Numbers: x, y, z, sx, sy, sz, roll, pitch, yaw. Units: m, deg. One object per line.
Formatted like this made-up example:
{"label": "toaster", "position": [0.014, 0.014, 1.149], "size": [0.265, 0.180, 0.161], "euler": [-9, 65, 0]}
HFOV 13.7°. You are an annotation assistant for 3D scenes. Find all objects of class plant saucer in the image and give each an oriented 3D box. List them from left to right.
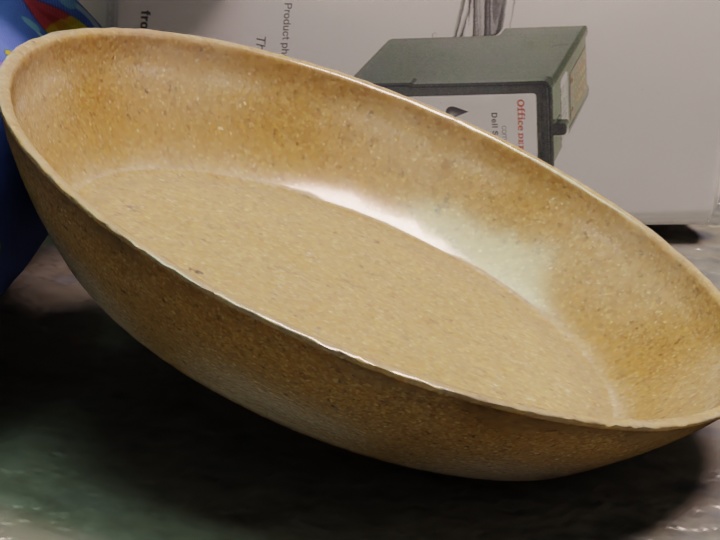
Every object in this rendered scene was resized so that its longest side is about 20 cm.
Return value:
{"label": "plant saucer", "position": [0.000, 0.000, 0.737], "size": [0.200, 0.036, 0.200], "euler": [20, 19, -7]}

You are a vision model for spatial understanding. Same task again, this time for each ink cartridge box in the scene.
{"label": "ink cartridge box", "position": [-0.001, -0.071, 0.942], "size": [0.199, 0.084, 0.146], "euler": [-1, 19, -19]}

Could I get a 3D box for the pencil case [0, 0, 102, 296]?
{"label": "pencil case", "position": [-0.119, -0.022, 0.760], "size": [0.087, 0.078, 0.200], "euler": [-19, 14, 12]}
